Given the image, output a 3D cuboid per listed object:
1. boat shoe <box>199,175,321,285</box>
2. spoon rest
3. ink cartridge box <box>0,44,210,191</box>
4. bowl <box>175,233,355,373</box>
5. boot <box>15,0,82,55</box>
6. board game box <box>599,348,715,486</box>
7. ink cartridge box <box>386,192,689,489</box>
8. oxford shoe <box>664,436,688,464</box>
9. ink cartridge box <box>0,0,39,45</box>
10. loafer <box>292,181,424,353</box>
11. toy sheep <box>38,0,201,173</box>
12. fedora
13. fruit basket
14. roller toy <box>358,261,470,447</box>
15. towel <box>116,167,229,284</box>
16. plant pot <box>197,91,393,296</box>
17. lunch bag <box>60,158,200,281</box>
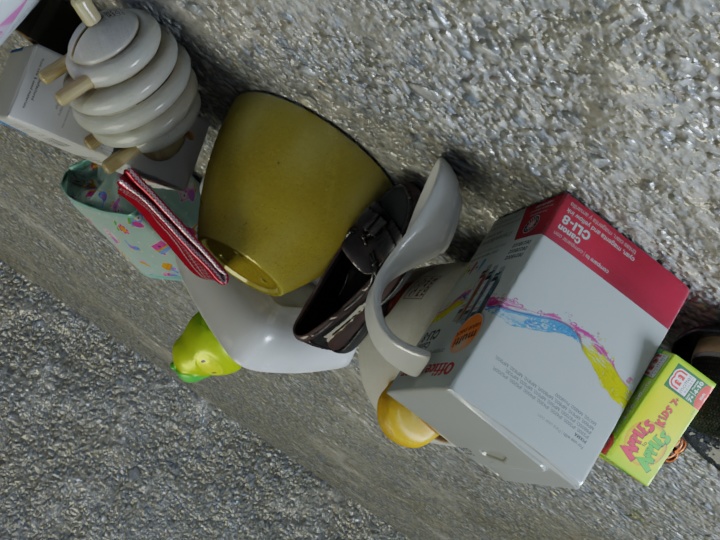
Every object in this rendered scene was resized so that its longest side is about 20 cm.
[{"bbox_3d":[-0.090,-0.061,1.380,0.200,0.071,0.070,38,136,-1],"label":"boat shoe"},{"bbox_3d":[0.045,-0.011,1.032,0.060,0.200,0.099,17,147,-7],"label":"spoon rest"},{"bbox_3d":[-0.281,-0.161,1.287,0.200,0.084,0.145,23,177,-27],"label":"ink cartridge box"},{"bbox_3d":[-0.099,0.022,1.414,0.200,0.075,0.200,2,-136,-45],"label":"bowl"},{"bbox_3d":[-0.366,-0.286,1.238,0.075,0.074,0.200,22,164,51],"label":"boot"},{"bbox_3d":[0.225,0.114,1.069,0.048,0.102,0.200,35,178,-10],"label":"board game box"},{"bbox_3d":[0.148,0.064,1.031,0.145,0.200,0.145,36,163,-11],"label":"ink cartridge box"},{"bbox_3d":[0.286,0.146,1.141,0.073,0.071,0.200,52,-168,7],"label":"oxford shoe"},{"bbox_3d":[-0.334,-0.233,1.095,0.043,0.197,0.200,38,163,-10],"label":"ink cartridge box"},{"bbox_3d":[0.000,0.000,1.159,0.063,0.200,0.072,7,-145,-37],"label":"loafer"},{"bbox_3d":[-0.226,-0.181,1.158,0.138,0.138,0.200,22,154,34],"label":"toy sheep"},{"bbox_3d":[0.349,0.134,1.041,0.200,0.092,0.201,30,163,10],"label":"fedora"},{"bbox_3d":[-0.163,0.077,1.643,0.155,0.216,0.216,17,157,43],"label":"fruit basket"},{"bbox_3d":[0.101,0.083,1.196,0.200,0.183,0.140,4,176,-27],"label":"roller toy"},{"bbox_3d":[-0.190,-0.041,1.202,0.145,0.022,0.200,48,173,-9],"label":"towel"},{"bbox_3d":[-0.083,-0.060,1.212,0.200,0.142,0.200,30,163,10],"label":"plant pot"},{"bbox_3d":[-0.283,-0.074,1.583,0.200,0.122,0.170,8,151,43],"label":"lunch bag"}]
